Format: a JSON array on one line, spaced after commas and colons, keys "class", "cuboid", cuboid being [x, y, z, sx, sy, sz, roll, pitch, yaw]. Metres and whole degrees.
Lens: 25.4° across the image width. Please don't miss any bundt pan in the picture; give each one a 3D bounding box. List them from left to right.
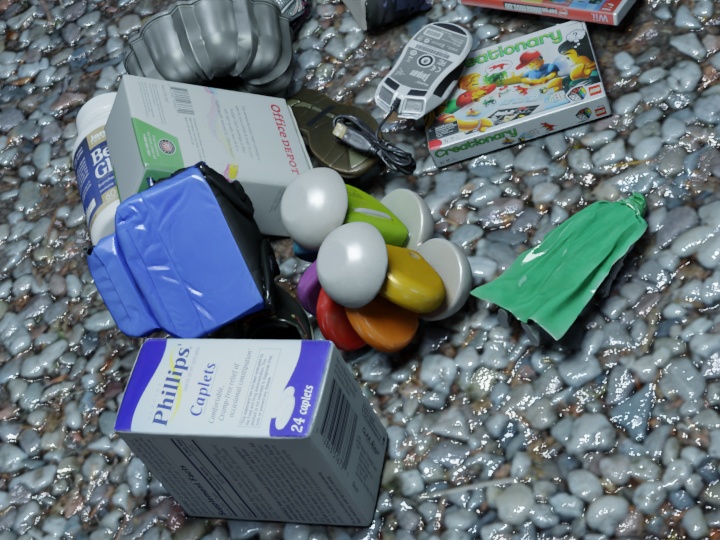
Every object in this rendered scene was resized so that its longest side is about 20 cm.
[{"class": "bundt pan", "cuboid": [-0.163, -0.222, 1.804, 0.201, 0.202, 0.076, -21, 62, 6]}]

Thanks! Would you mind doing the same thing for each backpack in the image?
[{"class": "backpack", "cuboid": [-0.173, -0.018, 1.582, 0.167, 0.200, 0.164, -20, 94, 6]}]

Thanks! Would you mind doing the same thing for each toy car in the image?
[{"class": "toy car", "cuboid": [0.000, 0.000, 1.614, 0.150, 0.174, 0.200, -57, 46, 24]}]

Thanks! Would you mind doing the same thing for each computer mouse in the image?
[{"class": "computer mouse", "cuboid": [0.059, -0.190, 1.734, 0.109, 0.044, 0.200, 24, 61, 28]}]

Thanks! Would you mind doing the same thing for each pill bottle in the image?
[{"class": "pill bottle", "cuboid": [-0.266, -0.107, 1.809, 0.110, 0.111, 0.201, -25, 50, 3]}]

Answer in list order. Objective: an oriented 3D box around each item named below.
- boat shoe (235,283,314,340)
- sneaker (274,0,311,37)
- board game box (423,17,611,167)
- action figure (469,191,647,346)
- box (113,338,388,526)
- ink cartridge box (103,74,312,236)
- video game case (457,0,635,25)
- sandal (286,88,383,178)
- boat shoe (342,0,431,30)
[{"class": "boat shoe", "cuboid": [-0.087, 0.069, 1.640, 0.073, 0.063, 0.202, -29, 46, 2]}, {"class": "sneaker", "cuboid": [-0.091, -0.334, 1.934, 0.074, 0.081, 0.201, 15, 75, 12]}, {"class": "board game box", "cuboid": [0.164, -0.195, 1.751, 0.199, 0.035, 0.127, -17, 50, 10]}, {"class": "action figure", "cuboid": [0.218, -0.011, 1.581, 0.200, 0.055, 0.118, -42, 49, -20]}, {"class": "box", "cuboid": [-0.098, 0.152, 1.503, 0.199, 0.184, 0.106, 0, 56, 21]}, {"class": "ink cartridge box", "cuboid": [-0.164, -0.123, 1.730, 0.199, 0.088, 0.146, 4, 45, -27]}, {"class": "video game case", "cuboid": [0.228, -0.334, 1.818, 0.199, 0.018, 0.143, 13, 46, 30]}, {"class": "sandal", "cuboid": [-0.033, -0.146, 1.789, 0.082, 0.055, 0.200, -38, 36, -15]}, {"class": "boat shoe", "cuboid": [0.016, -0.363, 1.923, 0.092, 0.075, 0.201, -16, 48, -12]}]
